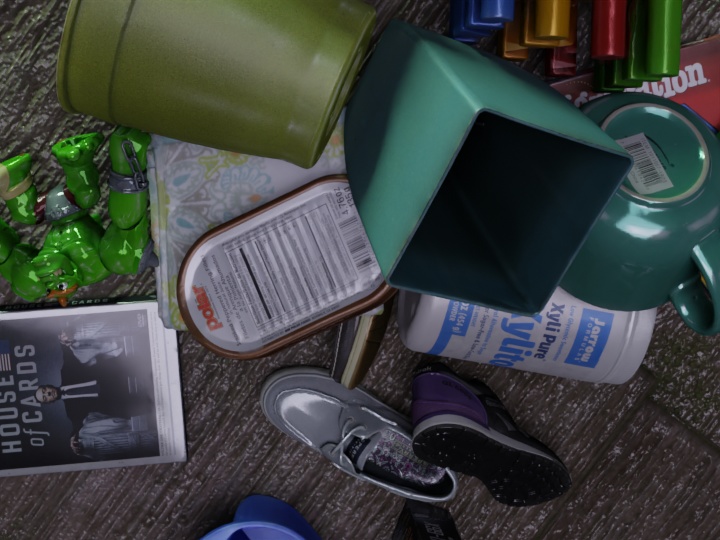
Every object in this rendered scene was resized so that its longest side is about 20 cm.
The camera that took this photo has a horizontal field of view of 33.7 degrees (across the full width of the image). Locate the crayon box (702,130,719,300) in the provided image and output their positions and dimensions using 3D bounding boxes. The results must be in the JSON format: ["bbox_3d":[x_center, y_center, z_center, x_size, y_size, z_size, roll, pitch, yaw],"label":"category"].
[{"bbox_3d":[0.371,-0.038,1.049,0.172,0.058,0.200,-41,114,8],"label":"crayon box"}]

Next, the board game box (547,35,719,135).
[{"bbox_3d":[0.232,-0.129,1.043,0.197,0.019,0.105,-16,104,-3],"label":"board game box"}]

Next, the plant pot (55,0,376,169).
[{"bbox_3d":[-0.096,-0.173,0.893,0.190,0.200,0.203,24,100,-1],"label":"plant pot"}]

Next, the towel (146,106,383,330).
[{"bbox_3d":[-0.083,-0.042,0.991,0.196,0.048,0.175,-5,91,10],"label":"towel"}]

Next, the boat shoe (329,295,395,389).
[{"bbox_3d":[0.000,0.000,1.034,0.064,0.073,0.204,16,94,12],"label":"boat shoe"}]

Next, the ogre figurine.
[{"bbox_3d":[-0.243,-0.041,0.975,0.197,0.098,0.122,-21,110,4],"label":"ogre figurine"}]

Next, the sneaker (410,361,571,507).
[{"bbox_3d":[0.122,0.143,1.075,0.075,0.089,0.199,-32,133,28],"label":"sneaker"}]

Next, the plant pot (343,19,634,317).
[{"bbox_3d":[0.070,-0.093,0.885,0.139,0.201,0.143,12,121,-31],"label":"plant pot"}]

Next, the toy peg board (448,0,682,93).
[{"bbox_3d":[0.153,-0.196,0.923,0.195,0.200,0.100,1,93,-6],"label":"toy peg board"}]

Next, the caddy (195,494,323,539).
[{"bbox_3d":[-0.080,0.304,1.072,0.141,0.105,0.201,-39,104,3],"label":"caddy"}]

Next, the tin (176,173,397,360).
[{"bbox_3d":[-0.054,-0.003,0.945,0.197,0.042,0.114,-25,82,9],"label":"tin"}]

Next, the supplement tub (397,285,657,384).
[{"bbox_3d":[0.139,0.019,1.018,0.196,0.132,0.134,10,102,-8],"label":"supplement tub"}]

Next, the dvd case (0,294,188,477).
[{"bbox_3d":[-0.256,0.102,1.048,0.196,0.025,0.153,-4,103,-6],"label":"dvd case"}]

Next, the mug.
[{"bbox_3d":[0.225,-0.055,0.923,0.182,0.115,0.154,21,63,6],"label":"mug"}]

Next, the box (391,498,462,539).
[{"bbox_3d":[0.040,0.332,1.067,0.049,0.158,0.203,18,100,-11],"label":"box"}]

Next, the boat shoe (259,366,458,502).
[{"bbox_3d":[0.003,0.148,1.063,0.198,0.072,0.071,26,99,-12],"label":"boat shoe"}]
